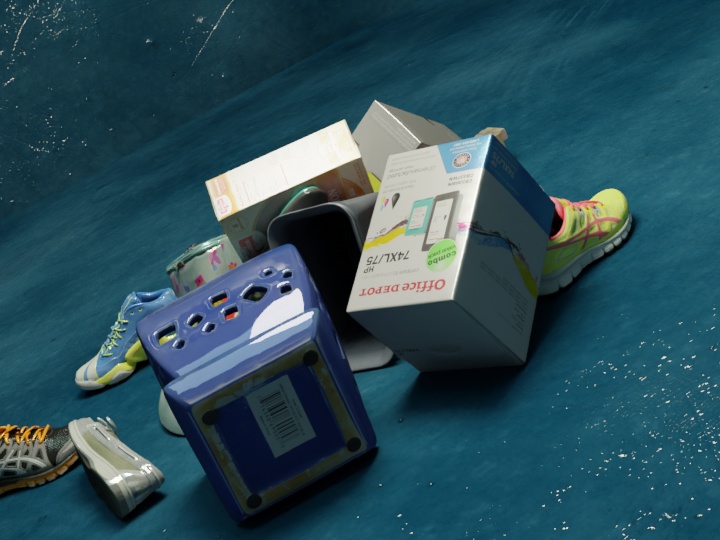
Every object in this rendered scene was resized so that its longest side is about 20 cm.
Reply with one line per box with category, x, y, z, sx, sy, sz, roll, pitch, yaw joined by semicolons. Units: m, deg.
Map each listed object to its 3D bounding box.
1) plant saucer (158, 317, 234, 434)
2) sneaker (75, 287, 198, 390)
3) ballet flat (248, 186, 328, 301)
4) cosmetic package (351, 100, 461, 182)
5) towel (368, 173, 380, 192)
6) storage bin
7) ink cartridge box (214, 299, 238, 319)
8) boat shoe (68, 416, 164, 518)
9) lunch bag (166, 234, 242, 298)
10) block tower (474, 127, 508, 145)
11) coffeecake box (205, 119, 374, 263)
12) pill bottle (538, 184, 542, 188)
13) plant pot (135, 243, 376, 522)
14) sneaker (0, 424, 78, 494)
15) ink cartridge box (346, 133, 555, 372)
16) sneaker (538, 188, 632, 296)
plant saucer;-0.181;0.118;1.448;0.199;0.039;0.202;-23;33;15
sneaker;-0.341;0.090;1.677;0.198;0.106;0.076;-28;20;-8
ballet flat;-0.094;-0.016;1.466;0.200;0.073;0.073;-49;6;31
cosmetic package;0.080;-0.162;1.615;0.091;0.107;0.199;-53;-26;15
towel;-0.005;-0.104;1.662;0.085;0.018;0.200;15;31;23
storage bin;0.000;0.000;1.382;0.144;0.203;0.134;-12;14;31
ink cartridge box;-0.125;0.035;1.555;0.197;0.051;0.163;-20;40;-1
boat shoe;-0.291;0.222;1.346;0.064;0.075;0.201;-26;23;-22
lunch bag;-0.192;-0.015;1.724;0.198;0.078;0.160;-20;0;-33
block tower;0.144;-0.149;1.767;0.199;0.058;0.054;-34;22;-17
coffeecake box;-0.082;-0.087;1.506;0.198;0.154;0.074;-24;54;1
pill bottle;0.155;-0.079;1.492;0.111;0.113;0.200;-30;21;-14
plant pot;-0.101;0.122;1.185;0.198;0.202;0.180;-26;25;-6
sneaker;-0.440;0.234;1.481;0.197;0.078;0.078;-22;18;7
ink cartridge box;0.101;-0.014;1.238;0.145;0.146;0.203;-8;55;39
sneaker;0.250;-0.054;1.350;0.078;0.091;0.199;-3;28;49
